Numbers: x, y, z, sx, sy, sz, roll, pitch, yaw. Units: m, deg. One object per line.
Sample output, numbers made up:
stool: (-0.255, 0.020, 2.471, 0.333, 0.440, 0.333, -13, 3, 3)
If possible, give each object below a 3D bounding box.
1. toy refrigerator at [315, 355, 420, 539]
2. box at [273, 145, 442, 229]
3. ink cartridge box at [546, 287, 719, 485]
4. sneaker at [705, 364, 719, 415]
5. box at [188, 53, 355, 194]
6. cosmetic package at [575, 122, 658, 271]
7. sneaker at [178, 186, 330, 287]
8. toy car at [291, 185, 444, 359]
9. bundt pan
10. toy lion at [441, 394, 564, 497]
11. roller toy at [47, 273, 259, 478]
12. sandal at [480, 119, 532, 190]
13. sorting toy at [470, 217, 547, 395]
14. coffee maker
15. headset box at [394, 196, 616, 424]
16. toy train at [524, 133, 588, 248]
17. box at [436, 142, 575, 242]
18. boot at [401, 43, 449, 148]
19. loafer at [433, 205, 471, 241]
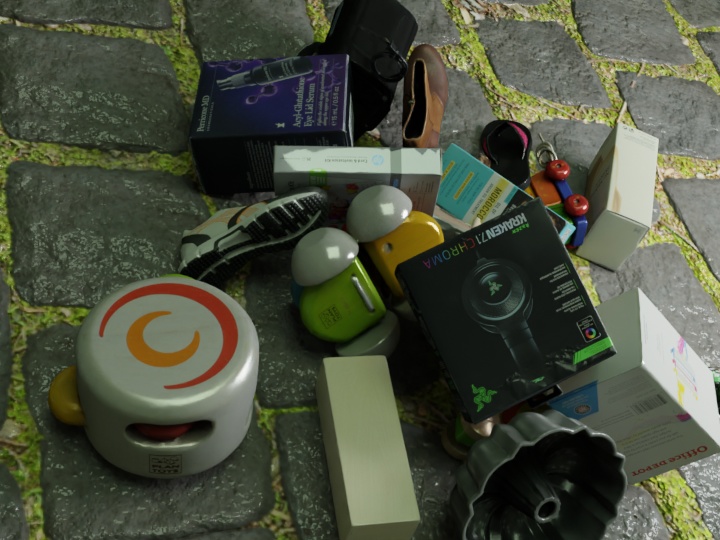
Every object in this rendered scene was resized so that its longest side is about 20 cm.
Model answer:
toy refrigerator: (0.004, 0.197, 1.137, 0.075, 0.070, 0.201, -2, 53, -15)
box: (-0.005, -0.098, 1.277, 0.198, 0.156, 0.042, 2, 66, -2)
ink cartridge box: (0.330, 0.146, 1.231, 0.200, 0.128, 0.126, 44, 36, -26)
sneaker: (0.429, 0.134, 1.357, 0.199, 0.078, 0.086, 18, 40, -14)
box: (-0.108, -0.187, 1.332, 0.198, 0.105, 0.149, -3, 51, 4)
cosmetic package: (0.375, -0.109, 1.514, 0.071, 0.106, 0.201, 22, 46, -2)
sneaker: (-0.131, -0.055, 1.230, 0.199, 0.074, 0.080, -25, 45, 6)
toy car: (0.000, 0.000, 1.245, 0.200, 0.176, 0.150, -39, 28, -16)
bundt pan: (0.181, 0.234, 1.109, 0.200, 0.203, 0.076, -1, 25, -23)
toy lion: (0.197, 0.174, 1.245, 0.190, 0.069, 0.201, 22, 47, -14)
roller toy: (-0.199, 0.114, 1.070, 0.182, 0.140, 0.200, 34, 49, 21)
sandal: (0.211, -0.177, 1.498, 0.075, 0.045, 0.201, -17, 32, 13)
sorting toy: (0.186, 0.052, 1.274, 0.200, 0.036, 0.186, 42, 38, -14)
coffee maker: (0.013, -0.299, 1.463, 0.135, 0.191, 0.201, 52, 39, -34)
headset box: (0.156, 0.052, 1.129, 0.173, 0.093, 0.201, -25, 84, -2)
toy train: (0.238, -0.115, 1.488, 0.115, 0.085, 0.201, -11, 52, -9)
box: (0.183, -0.082, 1.400, 0.200, 0.083, 0.049, 37, 8, 22)
boot: (0.076, -0.243, 1.401, 0.068, 0.200, 0.190, 9, 83, 10)
loafer: (0.125, -0.045, 1.384, 0.199, 0.072, 0.063, 34, 41, 11)
